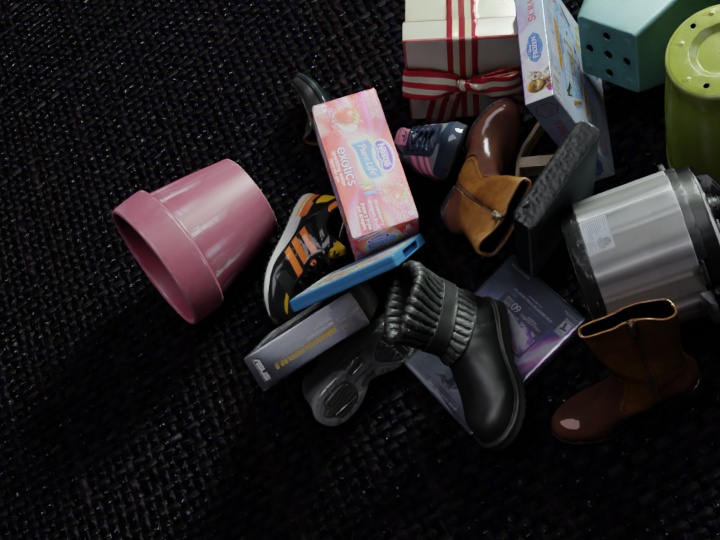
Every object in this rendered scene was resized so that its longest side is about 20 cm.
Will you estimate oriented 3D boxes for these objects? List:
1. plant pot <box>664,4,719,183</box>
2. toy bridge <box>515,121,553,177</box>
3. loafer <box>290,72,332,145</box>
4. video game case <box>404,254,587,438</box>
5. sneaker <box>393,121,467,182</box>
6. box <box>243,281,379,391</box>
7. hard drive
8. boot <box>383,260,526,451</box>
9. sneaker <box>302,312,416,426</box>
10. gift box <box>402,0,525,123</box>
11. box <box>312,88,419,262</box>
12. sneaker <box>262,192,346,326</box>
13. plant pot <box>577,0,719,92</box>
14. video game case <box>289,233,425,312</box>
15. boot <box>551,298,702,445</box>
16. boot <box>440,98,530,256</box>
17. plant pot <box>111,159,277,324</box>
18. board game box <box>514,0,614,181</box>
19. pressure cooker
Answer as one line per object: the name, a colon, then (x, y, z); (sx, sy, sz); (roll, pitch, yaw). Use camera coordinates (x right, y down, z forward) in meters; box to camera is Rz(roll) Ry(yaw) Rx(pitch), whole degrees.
plant pot: (0.442, -0.206, 1.407); (0.198, 0.193, 0.203); (-12, 58, 21)
toy bridge: (0.240, -0.140, 1.580); (0.066, 0.027, 0.202); (-4, 63, 27)
loafer: (-0.059, -0.216, 1.754); (0.072, 0.073, 0.201); (-41, 52, 7)
video game case: (0.168, 0.093, 1.498); (0.200, 0.019, 0.143); (-44, 53, -1)
sneaker: (0.085, -0.162, 1.567); (0.081, 0.200, 0.071); (24, 81, -4)
box: (-0.057, 0.075, 1.524); (0.157, 0.200, 0.049); (-32, 93, 6)
hard drive: (0.232, -0.082, 1.419); (0.033, 0.200, 0.140); (34, 82, 17)
boot: (0.106, 0.101, 1.409); (0.079, 0.157, 0.213); (-38, 44, 36)
sneaker: (-0.004, 0.102, 1.549); (0.200, 0.078, 0.099); (-42, 37, -8)
gift box: (0.150, -0.305, 1.629); (0.182, 0.201, 0.189); (-4, 57, 11)
box: (0.007, -0.127, 1.609); (0.094, 0.103, 0.202); (-17, 70, -2)
sneaker: (-0.067, -0.017, 1.648); (0.089, 0.070, 0.202); (4, 64, 33)
plant pot: (0.371, -0.329, 1.508); (0.141, 0.142, 0.200); (29, 60, 36)
video game case: (0.000, 0.000, 1.498); (0.142, 0.200, 0.018); (-24, 93, 15)
boot: (0.275, 0.117, 1.312); (0.186, 0.200, 0.069); (-16, 57, 19)
boot: (0.168, -0.122, 1.494); (0.189, 0.068, 0.200); (-58, 13, 4)
plant pot: (-0.224, -0.055, 1.689); (0.178, 0.201, 0.200); (-38, 51, -15)
board game box: (0.259, -0.246, 1.520); (0.041, 0.199, 0.202); (-17, 56, 27)
pressure cooker: (0.343, -0.020, 1.361); (0.198, 0.179, 0.178); (-21, 96, 13)
